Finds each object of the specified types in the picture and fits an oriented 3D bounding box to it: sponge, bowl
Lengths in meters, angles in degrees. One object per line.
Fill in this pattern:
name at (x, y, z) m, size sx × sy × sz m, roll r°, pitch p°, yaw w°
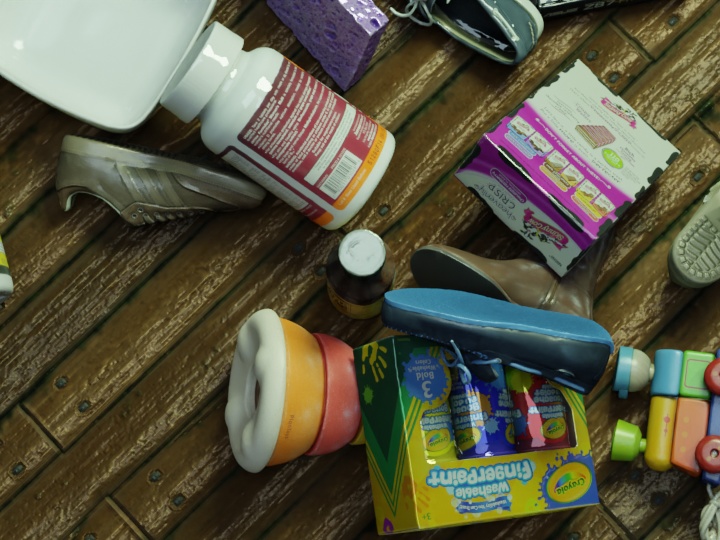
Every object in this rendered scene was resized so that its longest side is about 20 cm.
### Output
sponge at (-0.060, -0.273, 1.558) m, size 0.030 × 0.112 × 0.200 m, roll -40°, pitch 83°, yaw -24°
bowl at (-0.250, -0.240, 1.569) m, size 0.199 × 0.075 × 0.200 m, roll 29°, pitch 81°, yaw 3°

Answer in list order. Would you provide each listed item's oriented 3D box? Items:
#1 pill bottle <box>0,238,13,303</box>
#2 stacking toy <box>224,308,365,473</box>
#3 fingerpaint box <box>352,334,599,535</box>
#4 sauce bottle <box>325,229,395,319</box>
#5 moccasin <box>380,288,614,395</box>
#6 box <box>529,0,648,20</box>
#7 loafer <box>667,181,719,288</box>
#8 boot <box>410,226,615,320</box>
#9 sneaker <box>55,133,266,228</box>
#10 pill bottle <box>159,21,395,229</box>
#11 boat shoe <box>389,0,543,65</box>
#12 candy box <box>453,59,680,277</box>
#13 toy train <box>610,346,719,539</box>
pill bottle at (-0.396, -0.059, 1.516) m, size 0.111 × 0.111 × 0.201 m, roll -16°, pitch 81°, yaw -4°
stacking toy at (-0.015, 0.117, 1.503) m, size 0.199 × 0.146 × 0.147 m, roll 7°, pitch 80°, yaw -18°
fingerpaint box at (0.105, 0.139, 1.467) m, size 0.199 × 0.073 × 0.168 m, roll -1°, pitch 79°, yaw -31°
sauce bottle at (0.000, 0.000, 1.468) m, size 0.066 × 0.200 × 0.066 m, roll 0°, pitch 79°, yaw 0°
moccasin at (0.112, 0.066, 1.382) m, size 0.199 × 0.081 × 0.069 m, roll 13°, pitch 109°, yaw 0°
box at (0.227, -0.355, 1.610) m, size 0.160 × 0.049 × 0.201 m, roll -10°, pitch 79°, yaw -4°
loafer at (0.353, -0.053, 1.553) m, size 0.200 × 0.068 × 0.076 m, roll -37°, pitch 87°, yaw -23°
boot at (0.143, -0.028, 1.493) m, size 0.186 × 0.064 × 0.201 m, roll 32°, pitch 47°, yaw -14°
sneaker at (-0.189, -0.073, 1.555) m, size 0.199 × 0.070 × 0.076 m, roll 14°, pitch 99°, yaw 5°
pill bottle at (-0.076, -0.133, 1.509) m, size 0.200 × 0.110 × 0.110 m, roll 35°, pitch 81°, yaw -15°
boat shoe at (0.080, -0.263, 1.576) m, size 0.200 × 0.075 × 0.062 m, roll 37°, pitch 45°, yaw -1°
candy box at (0.191, -0.097, 1.503) m, size 0.136 × 0.061 × 0.200 m, roll 44°, pitch 42°, yaw 6°
toy train at (0.280, 0.168, 1.508) m, size 0.115 × 0.085 × 0.201 m, roll 7°, pitch 80°, yaw 11°
